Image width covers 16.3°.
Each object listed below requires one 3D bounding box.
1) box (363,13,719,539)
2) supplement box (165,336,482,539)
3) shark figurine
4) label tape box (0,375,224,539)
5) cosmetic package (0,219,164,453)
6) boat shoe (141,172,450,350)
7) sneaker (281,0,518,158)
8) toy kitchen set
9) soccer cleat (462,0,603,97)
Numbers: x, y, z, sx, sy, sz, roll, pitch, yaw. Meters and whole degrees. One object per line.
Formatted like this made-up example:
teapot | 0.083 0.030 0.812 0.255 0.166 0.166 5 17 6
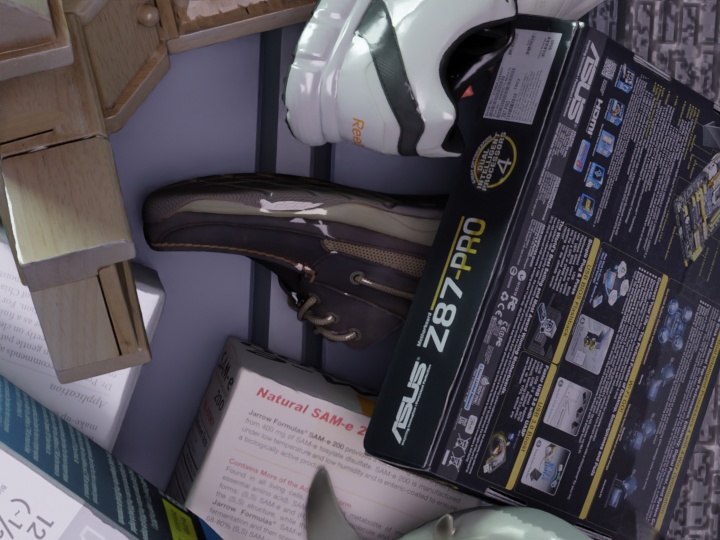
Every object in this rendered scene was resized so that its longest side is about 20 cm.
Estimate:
box | 0.099 0.010 1.095 0.161 0.049 0.201 23 83 -40
supplement box | -0.037 0.148 1.137 0.125 0.074 0.201 22 96 -11
shark figurine | 0.059 0.132 1.063 0.089 0.214 0.129 8 65 -48
label tape box | -0.125 0.102 0.996 0.200 0.143 0.066 38 91 -11
cosmetic package | -0.166 0.082 1.105 0.101 0.071 0.201 20 94 -10
boat shoe | 0.000 0.000 1.123 0.199 0.075 0.074 6 97 -7
sneaker | 0.041 -0.132 1.063 0.080 0.074 0.201 17 74 19
toy kitchen set | -0.072 -0.099 1.004 0.179 0.201 0.164 -14 142 -4
soccer cleat | 0.086 -0.144 1.121 0.199 0.069 0.078 -32 96 -9
